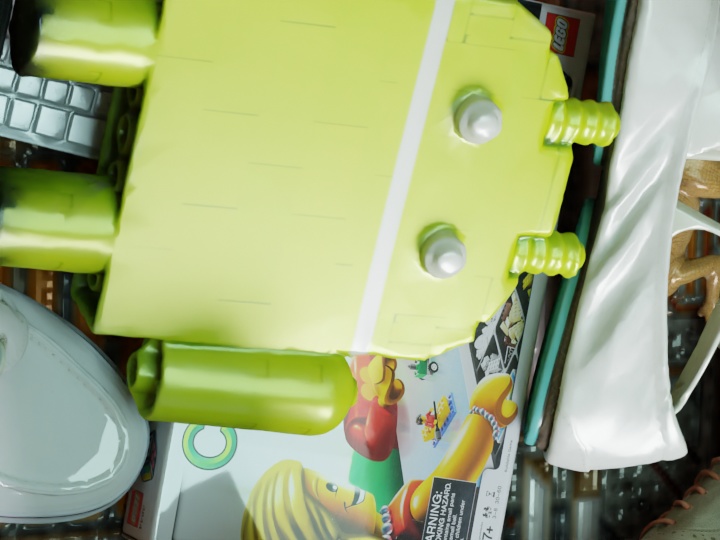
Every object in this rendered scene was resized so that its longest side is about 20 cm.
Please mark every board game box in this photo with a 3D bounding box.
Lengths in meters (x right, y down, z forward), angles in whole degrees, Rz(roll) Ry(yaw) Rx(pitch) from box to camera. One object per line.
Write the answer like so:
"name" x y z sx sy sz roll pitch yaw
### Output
"board game box" 0.000 0.000 0.957 0.126 0.035 0.201 10 91 -24

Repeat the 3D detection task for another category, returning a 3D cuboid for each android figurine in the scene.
"android figurine" -0.015 -0.035 0.887 0.199 0.041 0.183 7 111 -22

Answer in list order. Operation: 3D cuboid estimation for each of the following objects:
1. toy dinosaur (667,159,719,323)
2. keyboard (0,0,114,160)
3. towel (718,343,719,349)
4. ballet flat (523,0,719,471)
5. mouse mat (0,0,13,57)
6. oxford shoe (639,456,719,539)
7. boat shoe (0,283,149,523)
"toy dinosaur" 0.108 -0.044 1.006 0.106 0.060 0.201 -1 96 -28
"keyboard" -0.033 -0.052 0.914 0.199 0.011 0.057 13 90 -20
"towel" 0.223 0.076 1.055 0.199 0.037 0.149 13 44 -31
"ballet flat" 0.101 -0.028 0.958 0.069 0.069 0.201 2 105 -30
"mouse mat" -0.205 -0.050 0.801 0.199 0.008 0.162 16 69 -13
"oxford shoe" 0.122 0.105 1.037 0.199 0.071 0.074 -1 75 -32
"boat shoe" -0.141 0.028 0.867 0.199 0.067 0.074 26 83 -30
